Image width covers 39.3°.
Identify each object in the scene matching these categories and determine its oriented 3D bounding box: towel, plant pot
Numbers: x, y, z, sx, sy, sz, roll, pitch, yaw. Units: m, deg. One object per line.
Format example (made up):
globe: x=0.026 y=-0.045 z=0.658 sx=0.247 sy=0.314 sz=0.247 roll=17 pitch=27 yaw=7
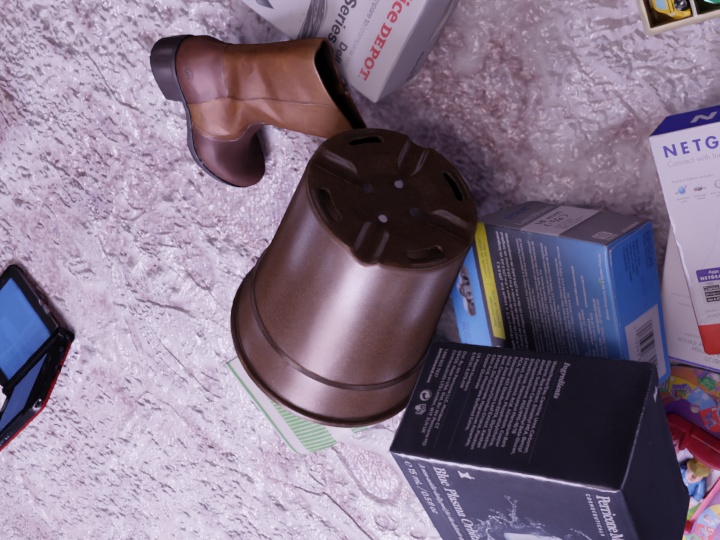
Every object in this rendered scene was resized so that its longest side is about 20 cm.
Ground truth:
towel: x=-0.049 y=0.120 z=1.116 sx=0.199 sy=0.023 sz=0.154 roll=-33 pitch=96 yaw=39
plant pot: x=0.000 y=0.000 z=0.879 sx=0.199 sy=0.200 sz=0.200 roll=37 pitch=140 yaw=9

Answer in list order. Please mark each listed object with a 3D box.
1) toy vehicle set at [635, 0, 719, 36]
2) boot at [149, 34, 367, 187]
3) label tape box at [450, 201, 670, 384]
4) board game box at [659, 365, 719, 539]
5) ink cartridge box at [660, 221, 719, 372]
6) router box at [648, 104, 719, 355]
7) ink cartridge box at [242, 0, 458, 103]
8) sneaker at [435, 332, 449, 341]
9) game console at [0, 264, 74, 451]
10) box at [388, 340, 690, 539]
toy vehicle set: x=0.236 y=-0.280 z=0.708 sx=0.122 sy=0.026 sz=0.203 roll=-10 pitch=110 yaw=36
boot: x=-0.074 y=-0.140 z=0.925 sx=0.197 sy=0.069 sz=0.190 roll=9 pitch=139 yaw=31
label tape box: x=0.166 y=0.018 z=0.884 sx=0.198 sy=0.063 sz=0.147 roll=15 pitch=126 yaw=51
board game box: x=0.295 y=0.186 z=0.918 sx=0.156 sy=0.039 sz=0.203 roll=-13 pitch=107 yaw=37
ink cartridge box: x=0.337 y=-0.002 z=0.787 sx=0.195 sy=0.043 sz=0.204 roll=15 pitch=122 yaw=26
router box: x=0.325 y=-0.037 z=0.714 sx=0.197 sy=0.049 sz=0.182 roll=-9 pitch=109 yaw=38
ink cartridge box: x=-0.016 y=-0.264 z=0.840 sx=0.199 sy=0.084 sz=0.147 roll=38 pitch=130 yaw=8
sneaker: x=0.089 y=0.131 z=1.000 sx=0.199 sy=0.073 sz=0.071 roll=40 pitch=126 yaw=7
game console: x=-0.476 y=0.125 z=1.334 sx=0.118 sy=0.174 sz=0.199 roll=32 pitch=135 yaw=-22
box: x=0.156 y=0.171 z=0.845 sx=0.197 sy=0.119 sz=0.198 roll=3 pitch=139 yaw=32
